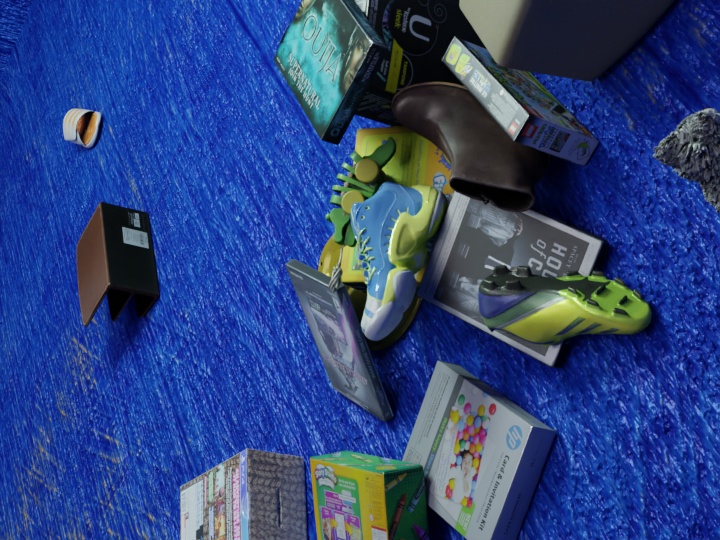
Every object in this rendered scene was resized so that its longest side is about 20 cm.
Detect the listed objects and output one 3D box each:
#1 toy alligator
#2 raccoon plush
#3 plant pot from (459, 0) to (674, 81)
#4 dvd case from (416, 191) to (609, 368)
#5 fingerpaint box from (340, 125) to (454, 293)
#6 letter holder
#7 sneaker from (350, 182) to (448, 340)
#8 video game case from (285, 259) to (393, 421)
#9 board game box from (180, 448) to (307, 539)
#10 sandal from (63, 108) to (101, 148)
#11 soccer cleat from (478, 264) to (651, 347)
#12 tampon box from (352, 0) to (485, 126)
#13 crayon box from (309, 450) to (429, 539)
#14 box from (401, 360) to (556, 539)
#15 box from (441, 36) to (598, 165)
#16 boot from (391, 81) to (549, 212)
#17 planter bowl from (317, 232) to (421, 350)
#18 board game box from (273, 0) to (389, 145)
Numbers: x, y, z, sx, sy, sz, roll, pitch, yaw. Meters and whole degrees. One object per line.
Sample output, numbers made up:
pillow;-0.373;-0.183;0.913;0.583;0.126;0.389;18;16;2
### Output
toy alligator;-0.016;-0.075;1.574;0.054;0.059;0.202;23;88;14
raccoon plush;0.353;-0.066;1.167;0.097;0.133;0.201;-53;39;29
plant pot;0.218;-0.327;1.437;0.178;0.198;0.201;-65;33;35
dvd case;0.168;0.000;1.461;0.199;0.025;0.152;28;103;34
fingerpaint box;0.071;-0.075;1.609;0.165;0.073;0.202;-1;76;31
letter holder;-0.458;0.000;2.412;0.142;0.100;0.201;-50;40;37
sneaker;0.023;-0.018;1.509;0.076;0.104;0.201;85;-151;-63
video game case;-0.028;0.090;1.681;0.143;0.019;0.202;25;139;57
board game box;-0.169;0.362;1.834;0.200;0.096;0.161;-34;52;46
sandal;-0.623;-0.313;2.817;0.206;0.059;0.080;12;88;57
soccer cleat;0.218;0.046;1.381;0.199;0.065;0.084;9;123;33
tampon box;0.051;-0.273;1.646;0.126;0.199;0.152;-6;74;55
crayon box;0.009;0.291;1.584;0.199;0.058;0.120;-3;92;62
box;0.128;0.213;1.492;0.200;0.041;0.157;33;107;55
box;0.182;-0.198;1.501;0.035;0.109;0.200;-60;37;22
boot;0.117;-0.142;1.469;0.167;0.198;0.073;-63;-11;-58
planter bowl;0.000;0.000;1.728;0.200;0.083;0.202;-26;57;49
board game box;-0.040;-0.263;1.570;0.136;0.028;0.201;-60;36;25
